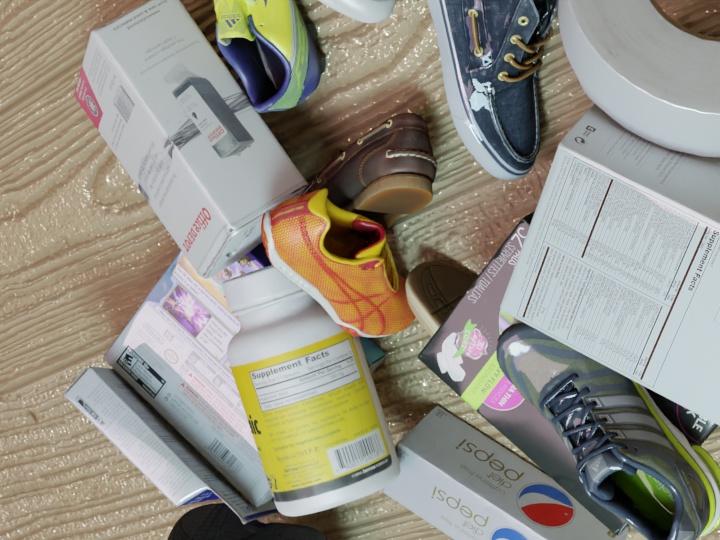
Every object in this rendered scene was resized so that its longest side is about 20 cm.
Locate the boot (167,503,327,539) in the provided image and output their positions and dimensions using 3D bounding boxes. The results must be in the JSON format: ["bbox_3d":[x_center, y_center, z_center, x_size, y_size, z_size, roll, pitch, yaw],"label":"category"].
[{"bbox_3d":[-0.078,0.295,1.715,0.199,0.073,0.151,1,140,39],"label":"boot"}]

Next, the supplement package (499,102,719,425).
[{"bbox_3d":[0.234,-0.026,1.202,0.199,0.191,0.148,28,131,14],"label":"supplement package"}]

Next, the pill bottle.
[{"bbox_3d":[-0.046,0.093,1.506,0.111,0.111,0.201,-15,93,43],"label":"pill bottle"}]

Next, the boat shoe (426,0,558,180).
[{"bbox_3d":[0.108,-0.163,1.316,0.091,0.071,0.201,-4,111,45],"label":"boat shoe"}]

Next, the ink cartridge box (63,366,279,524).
[{"bbox_3d":[-0.164,0.170,1.669,0.200,0.200,0.041,42,93,11],"label":"ink cartridge box"}]

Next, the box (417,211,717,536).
[{"bbox_3d":[0.175,0.063,1.344,0.200,0.124,0.149,42,119,10],"label":"box"}]

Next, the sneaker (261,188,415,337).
[{"bbox_3d":[0.000,0.000,1.446,0.077,0.200,0.073,-18,61,25],"label":"sneaker"}]

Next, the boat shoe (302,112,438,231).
[{"bbox_3d":[0.000,-0.067,1.472,0.200,0.070,0.071,-27,60,53],"label":"boat shoe"}]

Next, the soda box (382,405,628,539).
[{"bbox_3d":[0.121,0.202,1.531,0.199,0.068,0.064,31,131,21],"label":"soda box"}]

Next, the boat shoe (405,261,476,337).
[{"bbox_3d":[0.107,0.077,1.466,0.200,0.072,0.065,43,140,10],"label":"boat shoe"}]

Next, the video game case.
[{"bbox_3d":[-0.105,0.076,1.612,0.200,0.045,0.182,43,114,10],"label":"video game case"}]

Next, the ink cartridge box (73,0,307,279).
[{"bbox_3d":[-0.143,-0.109,1.502,0.200,0.085,0.146,56,159,5],"label":"ink cartridge box"}]

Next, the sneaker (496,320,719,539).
[{"bbox_3d":[0.169,0.111,1.242,0.200,0.081,0.074,43,117,10],"label":"sneaker"}]

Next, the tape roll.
[{"bbox_3d":[0.223,-0.176,1.126,0.202,0.203,0.071,37,169,15],"label":"tape roll"}]

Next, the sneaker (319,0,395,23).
[{"bbox_3d":[-0.023,-0.279,1.348,0.099,0.075,0.201,-21,101,45],"label":"sneaker"}]

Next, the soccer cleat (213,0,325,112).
[{"bbox_3d":[-0.092,-0.220,1.434,0.064,0.084,0.201,-11,108,41],"label":"soccer cleat"}]
